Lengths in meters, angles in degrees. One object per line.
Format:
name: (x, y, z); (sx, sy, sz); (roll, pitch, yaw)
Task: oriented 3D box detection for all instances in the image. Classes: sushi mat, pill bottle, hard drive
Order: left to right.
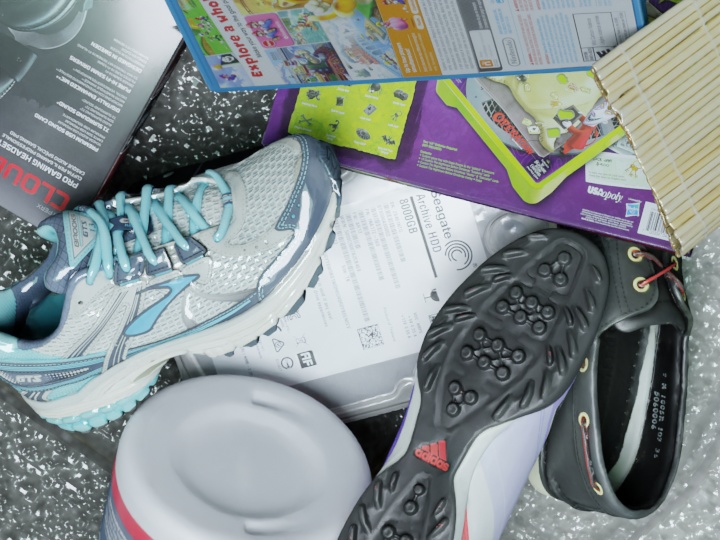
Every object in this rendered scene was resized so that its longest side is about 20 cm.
pill bottle: (-0.072, 0.159, 1.133); (0.119, 0.120, 0.201); (17, 129, 1)
hard drive: (0.000, 0.000, 1.130); (0.199, 0.038, 0.140); (-15, 107, 11)
sushi mat: (0.192, -0.099, 1.027); (0.200, 0.012, 0.096); (-36, 108, -19)

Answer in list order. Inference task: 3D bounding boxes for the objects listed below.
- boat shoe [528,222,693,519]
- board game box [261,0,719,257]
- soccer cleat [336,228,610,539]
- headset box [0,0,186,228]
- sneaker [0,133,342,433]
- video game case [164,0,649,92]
boat shoe: (0.124, 0.013, 1.082); (0.073, 0.063, 0.202); (3, 96, -39)
board game box: (0.066, -0.087, 1.056); (0.199, 0.032, 0.121); (15, 91, 14)
soccer cleat: (0.052, 0.074, 1.057); (0.068, 0.073, 0.201); (27, 90, 21)
headset box: (-0.154, -0.122, 1.086); (0.148, 0.077, 0.200); (31, 108, -4)
sneaker: (-0.094, 0.000, 1.050); (0.200, 0.078, 0.086); (-36, 130, 24)
video game case: (0.015, -0.123, 0.987); (0.199, 0.018, 0.143); (-3, 153, 12)
